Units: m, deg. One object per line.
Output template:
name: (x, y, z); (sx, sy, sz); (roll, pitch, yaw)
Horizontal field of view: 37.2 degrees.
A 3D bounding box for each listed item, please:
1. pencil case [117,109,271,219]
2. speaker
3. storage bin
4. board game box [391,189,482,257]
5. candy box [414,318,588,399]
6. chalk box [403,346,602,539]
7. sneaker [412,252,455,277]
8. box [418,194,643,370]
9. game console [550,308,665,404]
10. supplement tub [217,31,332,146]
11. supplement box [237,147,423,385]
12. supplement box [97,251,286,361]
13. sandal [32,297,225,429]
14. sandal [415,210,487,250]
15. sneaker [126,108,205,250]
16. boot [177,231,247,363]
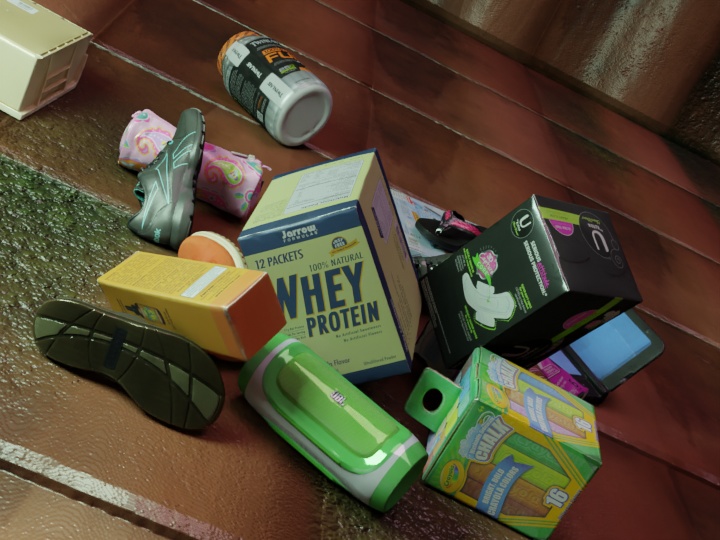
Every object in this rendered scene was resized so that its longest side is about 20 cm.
pencil case: (-0.224, -0.143, 1.436); (0.199, 0.088, 0.088); (23, 25, -11)
speaker: (-0.030, 0.152, 1.084); (0.200, 0.089, 0.088); (38, 26, 18)
storage bin: (-0.497, -0.318, 1.466); (0.199, 0.094, 0.199); (28, 24, -3)
board game box: (0.136, -0.034, 1.671); (0.198, 0.041, 0.200); (21, 25, -17)
candy box: (0.181, 0.129, 1.384); (0.200, 0.061, 0.136); (38, 26, 20)
chalk box: (0.146, 0.179, 1.175); (0.199, 0.125, 0.124); (26, 24, -4)
sneaker: (0.116, 0.007, 1.456); (0.099, 0.071, 0.199); (-2, -6, -34)
box: (0.195, 0.022, 1.251); (0.148, 0.200, 0.125); (7, 58, -41)
game console: (0.298, 0.083, 1.534); (0.175, 0.117, 0.200); (10, 30, -36)
supplement tub: (-0.148, -0.309, 1.793); (0.122, 0.123, 0.200); (-2, 39, -49)
supplement box: (-0.025, -0.002, 1.207); (0.133, 0.201, 0.200); (-14, 21, 14)
supplement box: (-0.170, 0.031, 1.059); (0.199, 0.067, 0.069); (8, 40, 38)
sandal: (-0.221, 0.085, 1.039); (0.199, 0.082, 0.055); (22, 3, 0)
sandal: (0.158, -0.066, 1.648); (0.199, 0.045, 0.075); (2, 36, -46)
sneaker: (-0.237, -0.123, 1.332); (0.079, 0.076, 0.201); (9, 58, -7)
boot: (-0.177, 0.023, 1.190); (0.107, 0.075, 0.200); (3, 36, -36)
